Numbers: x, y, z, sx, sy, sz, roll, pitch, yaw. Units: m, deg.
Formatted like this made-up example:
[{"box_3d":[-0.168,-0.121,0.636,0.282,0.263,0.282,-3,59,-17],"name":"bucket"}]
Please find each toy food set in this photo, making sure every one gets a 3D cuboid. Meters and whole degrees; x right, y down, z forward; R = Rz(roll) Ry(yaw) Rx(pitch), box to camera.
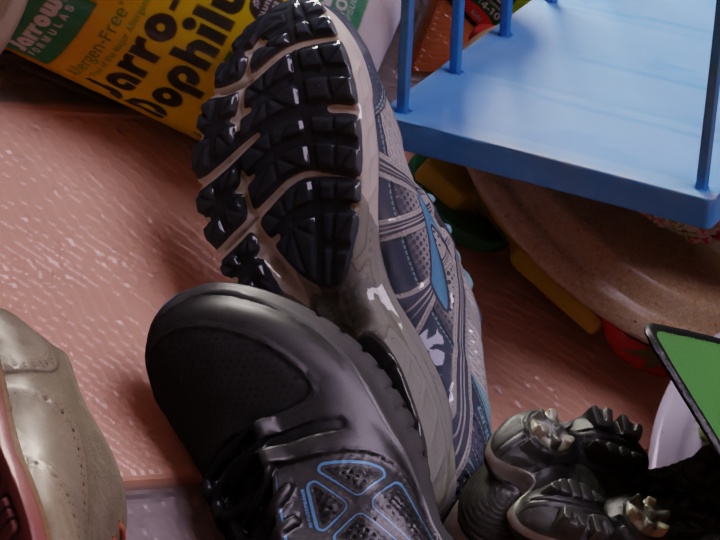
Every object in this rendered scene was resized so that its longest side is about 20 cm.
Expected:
[{"box_3d":[0.115,-0.033,1.217,0.198,0.049,0.200,42,35,4],"name":"toy food set"}]

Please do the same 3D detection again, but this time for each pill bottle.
[{"box_3d":[-0.091,-0.125,1.088,0.199,0.113,0.113,25,36,-20],"name":"pill bottle"}]

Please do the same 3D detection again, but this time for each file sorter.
[{"box_3d":[0.114,-0.122,1.111,0.138,0.124,0.200,15,30,24],"name":"file sorter"}]

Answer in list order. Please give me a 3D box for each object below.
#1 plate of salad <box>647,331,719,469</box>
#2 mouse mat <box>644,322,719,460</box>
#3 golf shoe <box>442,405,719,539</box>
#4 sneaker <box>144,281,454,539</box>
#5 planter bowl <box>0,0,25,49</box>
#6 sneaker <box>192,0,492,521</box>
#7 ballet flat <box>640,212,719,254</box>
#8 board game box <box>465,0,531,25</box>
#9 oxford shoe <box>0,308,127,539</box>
[{"box_3d":[0.197,0.107,1.112,0.199,0.048,0.201,18,56,-28],"name":"plate of salad"},{"box_3d":[0.173,0.092,1.003,0.162,0.008,0.200,60,19,20],"name":"mouse mat"},{"box_3d":[0.114,0.107,1.028,0.199,0.088,0.077,17,38,-26],"name":"golf shoe"},{"box_3d":[-0.013,0.087,0.952,0.200,0.073,0.082,50,37,17],"name":"sneaker"},{"box_3d":[-0.196,-0.149,0.924,0.199,0.135,0.202,5,69,-12],"name":"planter bowl"},{"box_3d":[0.000,0.000,1.043,0.086,0.077,0.201,0,76,-56],"name":"sneaker"},{"box_3d":[0.186,-0.032,1.171,0.199,0.075,0.064,-16,94,-44],"name":"ballet flat"},{"box_3d":[0.025,-0.205,1.345,0.200,0.048,0.102,43,34,7],"name":"board game box"},{"box_3d":[-0.096,0.086,0.881,0.074,0.070,0.201,17,41,-37],"name":"oxford shoe"}]
